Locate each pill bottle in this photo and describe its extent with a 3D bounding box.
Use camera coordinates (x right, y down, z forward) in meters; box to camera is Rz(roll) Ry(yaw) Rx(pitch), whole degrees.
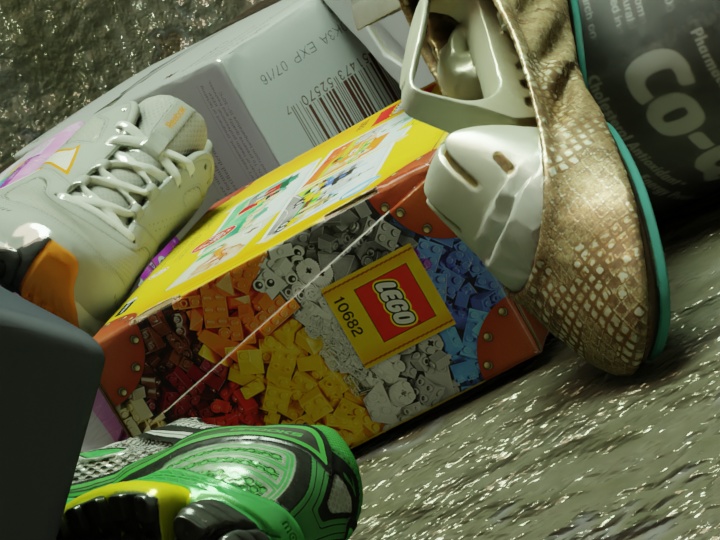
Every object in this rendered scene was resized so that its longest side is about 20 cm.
[{"bbox_3d":[0.148,-0.097,0.974,0.200,0.113,0.113,-24,12,40],"label":"pill bottle"}]

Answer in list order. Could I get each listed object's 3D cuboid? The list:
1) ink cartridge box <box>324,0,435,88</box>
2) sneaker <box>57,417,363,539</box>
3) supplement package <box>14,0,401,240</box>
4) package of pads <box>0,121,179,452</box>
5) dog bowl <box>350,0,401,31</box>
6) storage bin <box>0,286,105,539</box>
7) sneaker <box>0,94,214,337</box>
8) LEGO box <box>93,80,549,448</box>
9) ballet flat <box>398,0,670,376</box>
[{"bbox_3d":[0.094,-0.165,1.311,0.200,0.145,0.084,-29,-29,-21],"label":"ink cartridge box"},{"bbox_3d":[-0.076,0.090,0.856,0.200,0.078,0.085,-8,16,45],"label":"sneaker"},{"bbox_3d":[-0.062,-0.058,1.408,0.117,0.117,0.200,-38,12,-37],"label":"supplement package"},{"bbox_3d":[-0.135,0.016,1.236,0.076,0.121,0.200,-34,8,15],"label":"package of pads"},{"bbox_3d":[0.075,-0.163,1.065,0.200,0.059,0.200,-27,5,2],"label":"dog bowl"},{"bbox_3d":[-0.170,0.051,0.790,0.200,0.145,0.135,22,94,51],"label":"storage bin"},{"bbox_3d":[-0.100,-0.030,1.071,0.092,0.076,0.200,-49,6,5],"label":"sneaker"},{"bbox_3d":[0.000,0.000,1.031,0.149,0.077,0.200,-27,9,18],"label":"LEGO box"},{"bbox_3d":[0.048,-0.040,0.898,0.065,0.071,0.200,4,38,-15],"label":"ballet flat"}]
